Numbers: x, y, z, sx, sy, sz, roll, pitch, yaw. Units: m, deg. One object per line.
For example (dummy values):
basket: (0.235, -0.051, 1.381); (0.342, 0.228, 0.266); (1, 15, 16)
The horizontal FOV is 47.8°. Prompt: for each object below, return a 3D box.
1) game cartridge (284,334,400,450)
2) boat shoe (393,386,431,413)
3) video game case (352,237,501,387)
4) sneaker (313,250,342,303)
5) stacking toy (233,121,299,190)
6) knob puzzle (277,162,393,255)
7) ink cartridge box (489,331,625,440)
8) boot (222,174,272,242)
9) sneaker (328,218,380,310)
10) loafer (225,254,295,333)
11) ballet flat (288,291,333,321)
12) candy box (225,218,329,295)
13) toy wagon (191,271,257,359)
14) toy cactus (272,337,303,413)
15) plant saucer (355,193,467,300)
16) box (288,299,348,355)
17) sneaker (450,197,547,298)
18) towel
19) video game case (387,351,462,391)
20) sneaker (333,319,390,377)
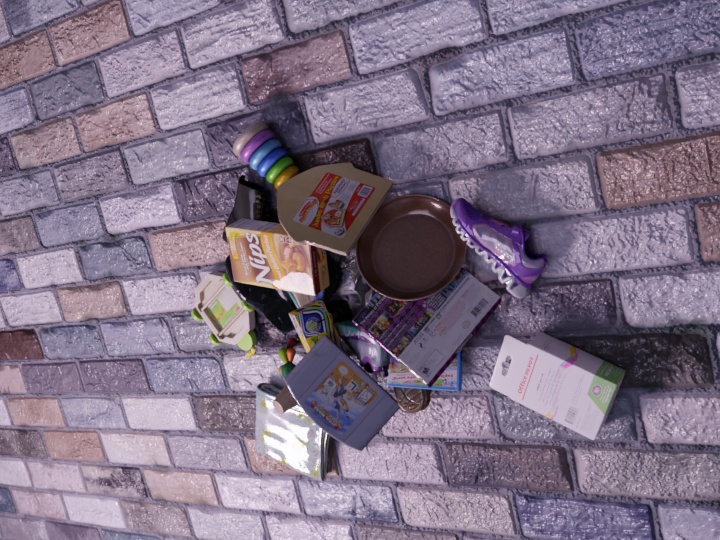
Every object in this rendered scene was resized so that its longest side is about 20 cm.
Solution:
game cartridge: (-0.037, 0.234, 1.504); (0.200, 0.042, 0.133); (43, 84, -8)
boat shoe: (0.090, 0.166, 1.532); (0.071, 0.067, 0.202); (-17, 78, 27)
video game case: (0.115, 0.071, 1.419); (0.181, 0.036, 0.200); (38, 82, 23)
sneaker: (-0.088, -0.029, 1.574); (0.078, 0.075, 0.202); (7, 115, 32)
stacking toy: (-0.155, -0.188, 1.570); (0.200, 0.085, 0.085); (49, 125, 4)
knob puzzle: (-0.065, -0.118, 1.481); (0.218, 0.220, 0.031); (22, 152, 25)
ink cartridge box: (0.331, 0.185, 1.380); (0.199, 0.067, 0.118); (25, 119, 23)
boot: (-0.190, -0.092, 1.629); (0.199, 0.077, 0.140); (26, 114, 22)
sneaker: (0.000, 0.000, 1.529); (0.113, 0.076, 0.202); (1, 100, 36)
loafer: (-0.208, 0.048, 1.671); (0.201, 0.073, 0.072); (52, 169, -2)
ballet flat: (-0.095, 0.085, 1.630); (0.069, 0.069, 0.202); (-29, 80, 36)
candy box: (-0.158, -0.027, 1.538); (0.198, 0.055, 0.117); (8, 116, 31)
toy wagon: (-0.286, 0.102, 1.777); (0.201, 0.039, 0.155); (52, 126, 7)
toy cactus: (-0.113, 0.230, 1.637); (0.200, 0.165, 0.103); (40, 142, 18)
plant saucer: (0.090, -0.037, 1.429); (0.198, 0.037, 0.203); (-5, 68, 12)
box: (-0.064, 0.159, 1.551); (0.202, 0.064, 0.070); (65, 167, -6)
sneaker: (0.236, -0.054, 1.361); (0.200, 0.080, 0.088); (48, 118, 5)
towel: (-0.148, 0.351, 1.765); (0.198, 0.048, 0.173); (18, 115, 28)
video game case: (0.118, 0.113, 1.474); (0.142, 0.018, 0.203); (0, 84, 27)
sneaker: (-0.002, 0.145, 1.535); (0.200, 0.074, 0.089); (-169, 78, -66)
